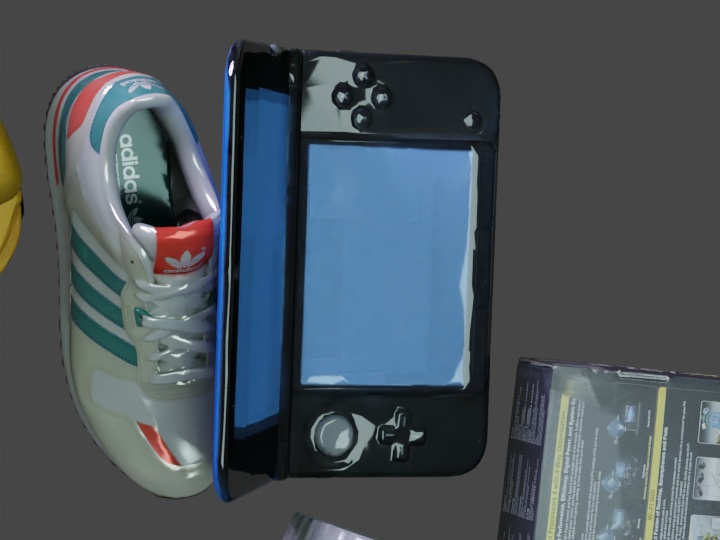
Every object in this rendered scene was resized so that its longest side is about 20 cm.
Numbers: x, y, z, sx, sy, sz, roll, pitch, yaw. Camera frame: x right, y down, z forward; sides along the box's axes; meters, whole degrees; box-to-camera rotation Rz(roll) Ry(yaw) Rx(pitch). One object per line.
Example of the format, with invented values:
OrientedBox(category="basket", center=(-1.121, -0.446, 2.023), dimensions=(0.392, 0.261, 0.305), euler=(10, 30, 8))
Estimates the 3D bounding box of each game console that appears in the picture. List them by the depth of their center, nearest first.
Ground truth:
OrientedBox(category="game console", center=(0.000, 0.000, 1.315), dimensions=(0.169, 0.118, 0.202), euler=(1, 93, -21))

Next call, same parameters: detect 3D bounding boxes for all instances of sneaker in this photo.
OrientedBox(category="sneaker", center=(-0.093, 0.008, 1.292), dimensions=(0.070, 0.093, 0.201), euler=(-11, 97, -20))

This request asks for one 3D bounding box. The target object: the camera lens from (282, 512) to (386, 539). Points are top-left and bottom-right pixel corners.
OrientedBox(category="camera lens", center=(0.006, 0.227, 1.307), dimensions=(0.159, 0.160, 0.201), euler=(20, 86, -21))

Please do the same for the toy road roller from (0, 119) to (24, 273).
OrientedBox(category="toy road roller", center=(-0.211, -0.075, 1.213), dimensions=(0.122, 0.146, 0.201), euler=(-24, 101, -18))

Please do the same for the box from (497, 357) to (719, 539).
OrientedBox(category="box", center=(0.145, 0.149, 1.417), dimensions=(0.160, 0.049, 0.202), euler=(5, 91, -23))
